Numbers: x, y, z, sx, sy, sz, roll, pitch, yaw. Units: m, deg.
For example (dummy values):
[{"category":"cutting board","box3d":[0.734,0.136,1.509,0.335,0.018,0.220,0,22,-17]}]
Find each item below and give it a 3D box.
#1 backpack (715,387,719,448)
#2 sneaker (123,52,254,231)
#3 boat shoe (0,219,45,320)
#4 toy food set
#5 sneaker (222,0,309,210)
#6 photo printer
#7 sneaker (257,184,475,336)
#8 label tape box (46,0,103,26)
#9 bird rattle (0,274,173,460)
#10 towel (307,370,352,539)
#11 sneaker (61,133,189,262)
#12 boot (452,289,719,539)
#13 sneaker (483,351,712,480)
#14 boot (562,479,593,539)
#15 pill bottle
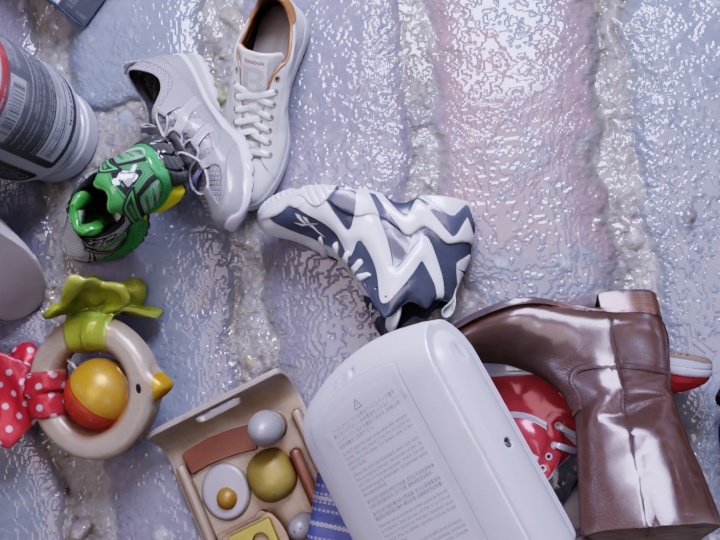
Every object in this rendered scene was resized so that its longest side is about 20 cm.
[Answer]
[{"category":"backpack","box3d":[0.392,0.171,0.663,0.188,0.154,0.203,-8,80,-2]},{"category":"sneaker","box3d":[-0.159,-0.114,0.789,0.201,0.081,0.075,61,137,29]},{"category":"boat shoe","box3d":[-0.363,-0.041,0.807,0.074,0.201,0.093,-32,55,-13]},{"category":"toy food set","box3d":[-0.092,0.208,0.782,0.142,0.060,0.202,-26,80,6]},{"category":"sneaker","box3d":[-0.100,-0.159,0.811,0.072,0.085,0.203,10,89,9]},{"category":"photo printer","box3d":[0.047,0.149,0.663,0.166,0.069,0.201,-40,72,35]},{"category":"sneaker","box3d":[0.000,0.000,0.777,0.196,0.080,0.131,5,76,0]},{"category":"label tape box","box3d":[-0.282,-0.372,0.875,0.143,0.066,0.201,37,93,11]},{"category":"bird rattle","box3d":[-0.260,0.099,0.796,0.163,0.113,0.200,43,93,13]},{"category":"towel","box3d":[0.030,0.196,0.736,0.143,0.024,0.203,7,85,13]},{"category":"sneaker","box3d":[-0.234,-0.056,0.785,0.085,0.200,0.079,-31,88,-39]},{"category":"boot","box3d":[0.157,0.120,0.659,0.184,0.064,0.202,-11,60,15]},{"category":"sneaker","box3d":[0.193,0.123,0.736,0.197,0.071,0.114,-4,79,17]},{"category":"boot","box3d":[0.182,0.213,0.689,0.070,0.146,0.200,41,91,16]},{"category":"pill bottle","box3d":[-0.325,-0.145,0.788,0.114,0.200,0.118,-1,84,9]}]
